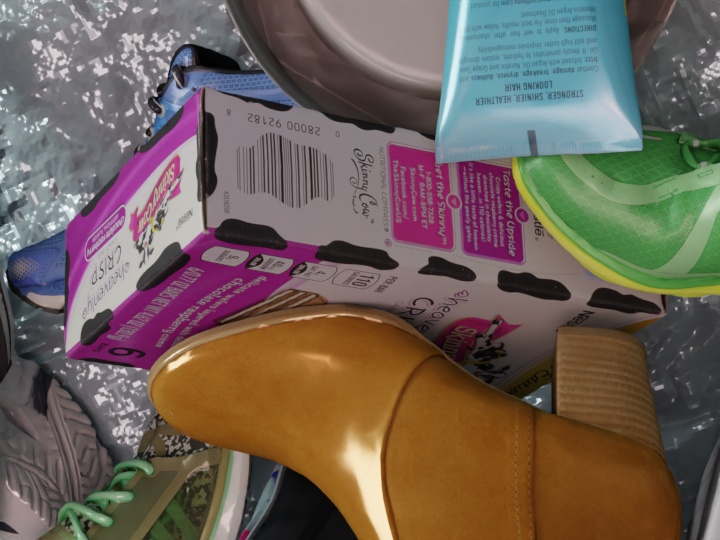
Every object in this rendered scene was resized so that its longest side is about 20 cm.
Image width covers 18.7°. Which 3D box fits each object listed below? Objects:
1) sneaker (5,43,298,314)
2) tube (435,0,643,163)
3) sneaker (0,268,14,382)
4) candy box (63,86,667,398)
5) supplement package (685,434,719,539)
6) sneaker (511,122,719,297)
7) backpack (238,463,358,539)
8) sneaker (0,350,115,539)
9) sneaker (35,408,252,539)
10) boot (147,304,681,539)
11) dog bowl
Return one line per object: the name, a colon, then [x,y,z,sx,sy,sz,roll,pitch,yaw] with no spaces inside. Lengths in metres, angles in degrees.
sneaker: [-0.068,-0.047,0.943,0.199,0.079,0.090,-29,88,8]
tube: [0.064,-0.140,0.808,0.077,0.050,0.202,-4,78,24]
sneaker: [-0.181,-0.054,0.939,0.075,0.115,0.202,-13,109,27]
candy box: [0.000,0.000,0.855,0.198,0.136,0.062,9,65,-27]
supplement package: [0.181,0.117,0.844,0.109,0.200,0.115,16,71,8]
sneaker: [0.154,-0.026,0.799,0.198,0.074,0.084,18,135,7]
backpack: [0.030,0.149,0.894,0.176,0.200,0.152,11,105,8]
sneaker: [-0.209,0.087,0.999,0.199,0.080,0.129,41,123,-15]
sneaker: [-0.102,0.116,0.937,0.088,0.077,0.202,15,70,-19]
boot: [0.015,0.090,0.786,0.199,0.145,0.071,-1,145,7]
dog bowl: [0.039,-0.140,0.874,0.198,0.059,0.202,0,86,1]
